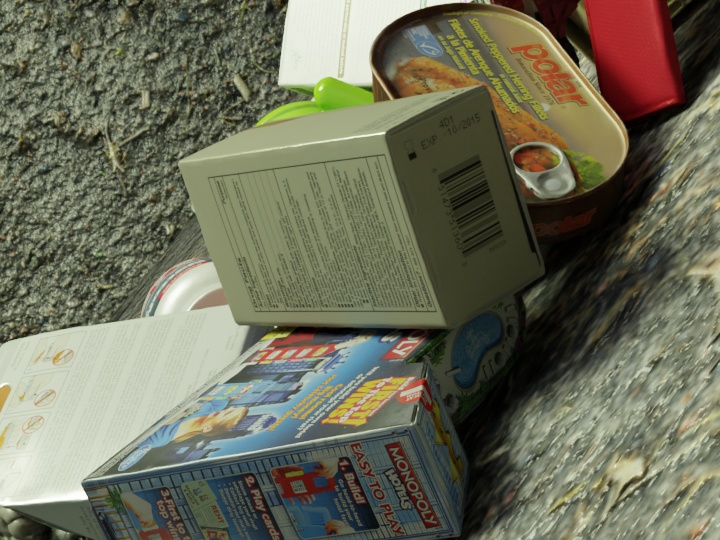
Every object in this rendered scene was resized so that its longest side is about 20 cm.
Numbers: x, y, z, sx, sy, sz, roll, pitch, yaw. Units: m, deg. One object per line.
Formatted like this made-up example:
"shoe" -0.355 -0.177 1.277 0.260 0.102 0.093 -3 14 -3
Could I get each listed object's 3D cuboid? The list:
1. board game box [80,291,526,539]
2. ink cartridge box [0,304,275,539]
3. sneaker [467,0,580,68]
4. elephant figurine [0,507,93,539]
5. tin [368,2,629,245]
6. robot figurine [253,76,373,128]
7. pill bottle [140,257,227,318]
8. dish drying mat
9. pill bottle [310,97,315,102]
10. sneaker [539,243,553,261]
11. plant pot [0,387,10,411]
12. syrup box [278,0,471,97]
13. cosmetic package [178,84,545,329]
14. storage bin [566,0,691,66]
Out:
"board game box" -0.003 0.076 0.823 0.199 0.062 0.200 -6 24 46
"ink cartridge box" -0.160 0.101 1.033 0.198 0.050 0.163 -11 37 23
"sneaker" 0.096 -0.170 1.041 0.075 0.080 0.202 -134 41 -55
"elephant figurine" -0.132 0.159 1.078 0.199 0.157 0.141 -31 -25 31
"tin" 0.076 -0.085 0.925 0.111 0.042 0.201 -17 42 -10
"robot figurine" -0.033 -0.062 1.309 0.200 0.115 0.177 -123 46 -58
"pill bottle" -0.113 0.051 1.330 0.120 0.119 0.200 -51 10 -7
"dish drying mat" 0.145 -0.185 0.951 0.018 0.202 0.077 -7 -6 -22
"pill bottle" 0.053 -0.172 1.434 0.200 0.112 0.113 -44 11 28
"sneaker" 0.037 -0.063 0.986 0.118 0.199 0.074 -54 -29 -40
"plant pot" -0.225 0.147 1.316 0.139 0.201 0.200 -33 10 0
"syrup box" 0.035 -0.179 1.324 0.199 0.078 0.082 6 88 40
"cosmetic package" -0.005 -0.029 0.862 0.071 0.106 0.199 -27 16 -32
"storage bin" 0.160 -0.266 1.049 0.198 0.200 0.094 -42 11 39
